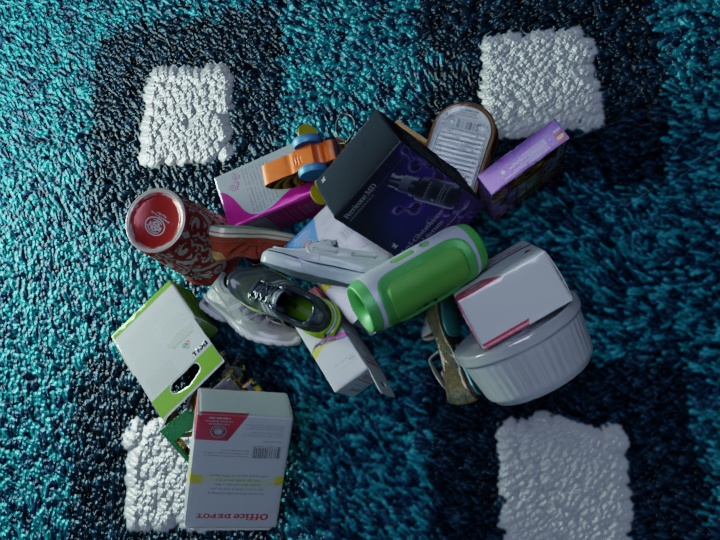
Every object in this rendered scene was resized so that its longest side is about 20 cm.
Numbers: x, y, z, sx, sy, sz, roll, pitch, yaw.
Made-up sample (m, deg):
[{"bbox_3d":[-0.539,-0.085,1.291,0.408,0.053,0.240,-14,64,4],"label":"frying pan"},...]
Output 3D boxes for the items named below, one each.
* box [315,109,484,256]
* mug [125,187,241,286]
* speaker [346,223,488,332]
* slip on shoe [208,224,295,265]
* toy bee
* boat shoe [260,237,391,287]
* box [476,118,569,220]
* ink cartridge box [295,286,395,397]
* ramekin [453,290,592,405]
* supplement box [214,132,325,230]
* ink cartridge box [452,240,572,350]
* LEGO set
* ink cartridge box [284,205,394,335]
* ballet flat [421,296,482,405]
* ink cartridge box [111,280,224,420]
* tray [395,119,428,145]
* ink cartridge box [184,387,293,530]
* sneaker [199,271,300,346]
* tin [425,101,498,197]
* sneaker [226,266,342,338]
[{"bbox_3d":[0.059,-0.114,1.134,0.148,0.199,0.105,-48,39,17],"label":"box"},{"bbox_3d":[-0.319,-0.056,1.297,0.176,0.200,0.134,-3,78,13],"label":"mug"},{"bbox_3d":[0.083,0.010,1.093,0.199,0.089,0.089,-29,71,-16],"label":"speaker"},{"bbox_3d":[-0.168,-0.040,1.269,0.074,0.199,0.062,13,98,41],"label":"slip on shoe"},{"bbox_3d":[-0.055,-0.169,1.212,0.199,0.108,0.132,4,88,39],"label":"toy bee"},{"bbox_3d":[-0.049,-0.015,1.160,0.199,0.074,0.067,14,80,4],"label":"boat shoe"},{"bbox_3d":[0.247,-0.147,1.170,0.137,0.200,0.039,-36,78,5],"label":"box"},{"bbox_3d":[-0.030,0.133,1.224,0.067,0.116,0.201,-36,71,5],"label":"ink cartridge box"},{"bbox_3d":[0.246,0.117,1.120,0.202,0.202,0.095,-29,94,7],"label":"ramekin"},{"bbox_3d":[-0.134,-0.140,1.319,0.199,0.103,0.102,-21,75,8],"label":"supplement box"},{"bbox_3d":[0.215,0.030,1.133,0.145,0.200,0.085,-30,92,6],"label":"ink cartridge box"},{"bbox_3d":[-0.233,0.245,1.277,0.154,0.116,0.200,43,95,-11],"label":"LEGO set"},{"bbox_3d":[0.000,0.000,1.241,0.128,0.125,0.200,-42,72,3],"label":"ink cartridge box"},{"bbox_3d":[0.133,0.118,1.217,0.070,0.071,0.201,-20,74,10],"label":"ballet flat"},{"bbox_3d":[-0.312,0.141,1.297,0.148,0.076,0.200,-43,60,3],"label":"ink cartridge box"},{"bbox_3d":[0.113,-0.159,1.294,0.200,0.037,0.099,36,89,18],"label":"tray"},{"bbox_3d":[-0.192,0.293,1.182,0.144,0.083,0.201,6,108,-15],"label":"ink cartridge box"},{"bbox_3d":[-0.184,0.068,1.296,0.199,0.075,0.082,25,94,19],"label":"sneaker"},{"bbox_3d":[0.155,-0.181,1.251,0.111,0.042,0.201,16,82,21],"label":"tin"},{"bbox_3d":[-0.124,0.039,1.168,0.199,0.081,0.074,19,81,22],"label":"sneaker"}]
